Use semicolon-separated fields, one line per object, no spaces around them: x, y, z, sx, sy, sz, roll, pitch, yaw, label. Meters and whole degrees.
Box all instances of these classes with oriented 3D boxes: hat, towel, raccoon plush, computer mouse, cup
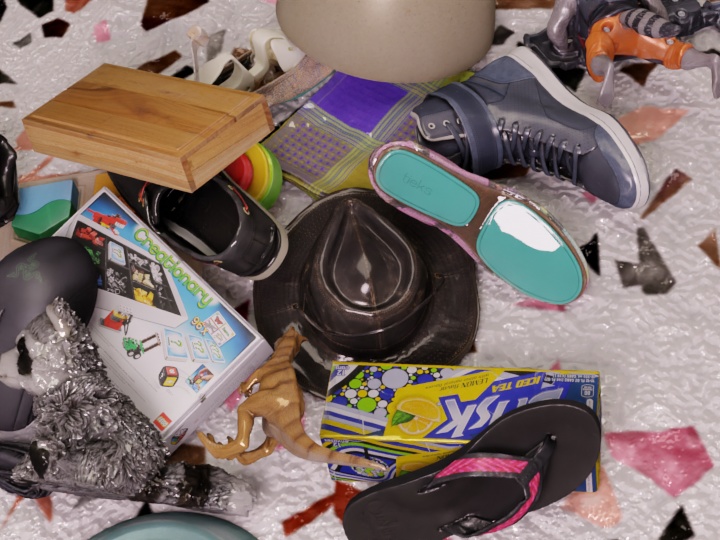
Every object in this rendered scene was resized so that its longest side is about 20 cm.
0.000;0.000;1.281;0.200;0.081;0.201;-4;57;6;hat
0.011;-0.128;1.430;0.144;0.023;0.200;31;62;30;towel
-0.170;0.100;1.199;0.200;0.097;0.134;14;74;-22;raccoon plush
-0.266;0.064;1.251;0.138;0.053;0.200;18;84;24;computer mouse
0.030;-0.281;1.438;0.200;0.143;0.200;5;42;-4;cup

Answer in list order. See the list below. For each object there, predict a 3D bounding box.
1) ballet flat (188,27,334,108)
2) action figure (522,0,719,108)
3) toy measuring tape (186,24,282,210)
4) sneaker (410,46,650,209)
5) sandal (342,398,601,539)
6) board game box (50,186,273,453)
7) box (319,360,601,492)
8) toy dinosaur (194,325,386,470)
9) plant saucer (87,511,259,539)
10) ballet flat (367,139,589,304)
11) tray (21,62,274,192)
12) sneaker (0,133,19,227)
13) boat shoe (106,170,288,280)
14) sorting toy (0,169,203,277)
-0.096;-0.174;1.454;0.200;0.067;0.068;-37;48;-19;ballet flat
0.248;-0.221;1.409;0.200;0.105;0.194;-16;44;-8;action figure
-0.105;-0.114;1.382;0.073;0.074;0.200;-7;79;4;toy measuring tape
0.128;-0.093;1.338;0.146;0.077;0.202;-25;47;-21;sneaker
0.079;0.155;1.134;0.200;0.075;0.045;-27;16;13;sandal
-0.180;0.041;1.284;0.126;0.035;0.200;-44;65;-7;board game box
0.075;0.114;1.198;0.200;0.064;0.070;1;52;11;box
-0.059;0.103;1.169;0.106;0.060;0.200;-43;30;13;toy dinosaur
-0.146;0.248;1.147;0.200;0.036;0.200;-4;51;5;plant saucer
0.096;-0.045;1.302;0.200;0.069;0.071;31;16;-2;ballet flat
-0.176;-0.121;1.336;0.200;0.037;0.099;15;44;41;tray
-0.346;-0.033;1.352;0.111;0.077;0.200;-19;41;42;sneaker
-0.143;-0.060;1.315;0.201;0.063;0.074;35;95;37;boat shoe
-0.232;-0.019;1.375;0.200;0.036;0.185;-6;51;5;sorting toy
